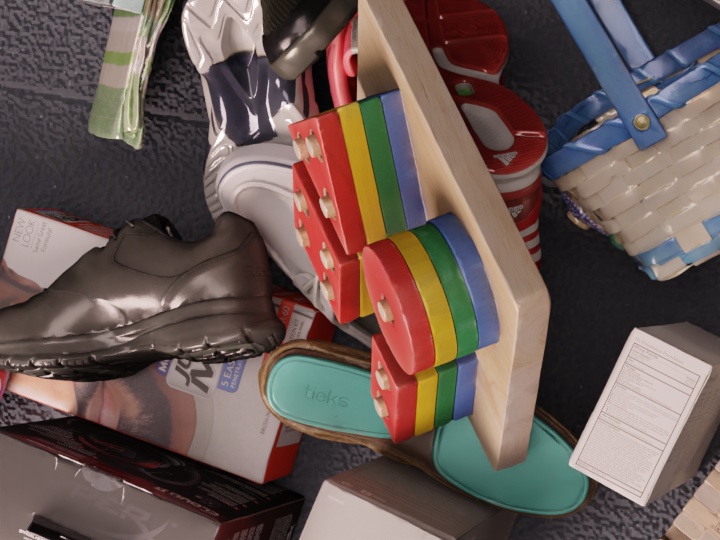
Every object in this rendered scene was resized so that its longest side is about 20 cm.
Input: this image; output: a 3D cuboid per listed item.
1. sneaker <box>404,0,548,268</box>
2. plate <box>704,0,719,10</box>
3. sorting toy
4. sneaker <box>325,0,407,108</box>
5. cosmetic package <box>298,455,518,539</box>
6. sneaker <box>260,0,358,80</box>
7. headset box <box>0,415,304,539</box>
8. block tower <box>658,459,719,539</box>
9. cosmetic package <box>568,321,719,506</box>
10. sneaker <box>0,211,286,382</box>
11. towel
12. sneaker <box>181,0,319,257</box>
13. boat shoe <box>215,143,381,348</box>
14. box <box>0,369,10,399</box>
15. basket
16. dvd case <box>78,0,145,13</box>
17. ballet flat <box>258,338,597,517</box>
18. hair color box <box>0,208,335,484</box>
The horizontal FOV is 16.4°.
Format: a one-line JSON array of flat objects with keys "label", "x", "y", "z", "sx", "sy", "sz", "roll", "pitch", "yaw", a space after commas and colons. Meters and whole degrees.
[{"label": "sneaker", "x": 0.054, "y": -0.065, "z": 1.389, "sx": 0.078, "sy": 0.200, "sz": 0.116, "roll": -5, "pitch": 124, "yaw": -5}, {"label": "plate", "x": 0.219, "y": -0.212, "z": 1.399, "sx": 0.199, "sy": 0.032, "sz": 0.200, "roll": 33, "pitch": 56, "yaw": 11}, {"label": "sorting toy", "x": 0.021, "y": -0.011, "z": 1.307, "sx": 0.069, "sy": 0.199, "sz": 0.201, "roll": -20, "pitch": 64, "yaw": -11}, {"label": "sneaker", "x": 0.012, "y": -0.148, "z": 1.469, "sx": 0.073, "sy": 0.087, "sz": 0.201, "roll": -10, "pitch": 87, "yaw": 14}, {"label": "cosmetic package", "x": 0.021, "y": 0.168, "z": 1.408, "sx": 0.090, "sy": 0.200, "sz": 0.107, "roll": 24, "pitch": 99, "yaw": 16}, {"label": "sneaker", "x": -0.047, "y": -0.185, "z": 1.364, "sx": 0.114, "sy": 0.200, "sz": 0.076, "roll": 37, "pitch": 125, "yaw": -20}, {"label": "headset box", "x": -0.134, "y": 0.145, "z": 1.447, "sx": 0.148, "sy": 0.200, "sz": 0.075, "roll": 21, "pitch": 94, "yaw": 12}, {"label": "block tower", "x": 0.196, "y": 0.168, "z": 1.438, "sx": 0.054, "sy": 0.058, "sz": 0.200, "roll": 38, "pitch": 97, "yaw": 11}, {"label": "cosmetic package", "x": 0.168, "y": 0.074, "z": 1.370, "sx": 0.050, "sy": 0.200, "sz": 0.083, "roll": 29, "pitch": 96, "yaw": 13}, {"label": "sneaker", "x": -0.138, "y": 0.016, "z": 1.452, "sx": 0.199, "sy": 0.076, "sz": 0.091, "roll": -8, "pitch": 79, "yaw": 17}, {"label": "towel", "x": -0.123, "y": -0.174, "z": 1.480, "sx": 0.023, "sy": 0.153, "sz": 0.201, "roll": 13, "pitch": 93, "yaw": -14}, {"label": "sneaker", "x": -0.059, "y": -0.117, "z": 1.497, "sx": 0.079, "sy": 0.130, "sz": 0.200, "roll": -8, "pitch": 126, "yaw": 13}, {"label": "boat shoe", "x": 0.000, "y": 0.000, "z": 1.447, "sx": 0.199, "sy": 0.065, "sz": 0.074, "roll": 31, "pitch": 125, "yaw": -7}, {"label": "box", "x": -0.323, "y": 0.059, "z": 1.514, "sx": 0.200, "sy": 0.102, "sz": 0.095, "roll": 28, "pitch": 101, "yaw": 32}, {"label": "basket", "x": 0.154, "y": -0.103, "z": 1.388, "sx": 0.139, "sy": 0.176, "sz": 0.201, "roll": -26, "pitch": 94, "yaw": 15}, {"label": "dvd case", "x": -0.130, "y": -0.223, "z": 1.455, "sx": 0.022, "sy": 0.200, "sz": 0.147, "roll": 15, "pitch": 94, "yaw": -15}, {"label": "ballet flat", "x": 0.039, "y": 0.083, "z": 1.415, "sx": 0.199, "sy": 0.072, "sz": 0.068, "roll": 16, "pitch": 101, "yaw": 1}, {"label": "hair color box", "x": -0.125, "y": 0.044, "z": 1.516, "sx": 0.199, "sy": 0.064, "sz": 0.111, "roll": 18, "pitch": 95, "yaw": 15}]
